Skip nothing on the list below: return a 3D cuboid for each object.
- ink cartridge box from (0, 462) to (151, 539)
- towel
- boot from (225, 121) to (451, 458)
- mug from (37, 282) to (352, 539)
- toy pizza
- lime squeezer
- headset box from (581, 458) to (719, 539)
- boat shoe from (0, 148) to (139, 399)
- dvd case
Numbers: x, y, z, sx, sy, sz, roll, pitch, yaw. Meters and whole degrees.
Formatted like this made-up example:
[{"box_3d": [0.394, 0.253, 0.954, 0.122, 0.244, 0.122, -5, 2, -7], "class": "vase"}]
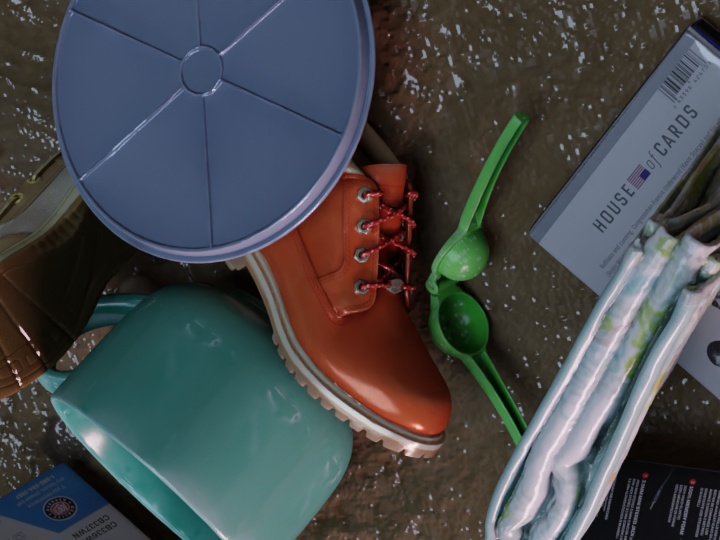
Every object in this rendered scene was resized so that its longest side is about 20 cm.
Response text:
[{"box_3d": [-0.176, 0.253, 1.245, 0.200, 0.146, 0.147, 37, 129, 21], "class": "ink cartridge box"}, {"box_3d": [0.132, 0.034, 0.960, 0.048, 0.171, 0.201, 32, 124, 10], "class": "towel"}, {"box_3d": [0.000, 0.000, 1.085, 0.107, 0.075, 0.201, -44, 69, 27], "class": "boot"}, {"box_3d": [-0.090, 0.070, 1.138, 0.185, 0.114, 0.152, 44, 165, -4], "class": "mug"}, {"box_3d": [-0.077, -0.104, 1.090, 0.199, 0.032, 0.202, -3, 84, 27], "class": "toy pizza"}, {"box_3d": [0.062, 0.011, 1.087, 0.070, 0.037, 0.202, 25, 125, 55], "class": "lime squeezer"}, {"box_3d": [0.179, 0.182, 1.040, 0.199, 0.077, 0.150, 5, 69, 25], "class": "headset box"}, {"box_3d": [-0.183, -0.002, 1.139, 0.066, 0.200, 0.074, 11, 138, 42], "class": "boat shoe"}, {"box_3d": [0.200, -0.007, 1.022, 0.200, 0.025, 0.151, 41, 125, 7], "class": "dvd case"}]
